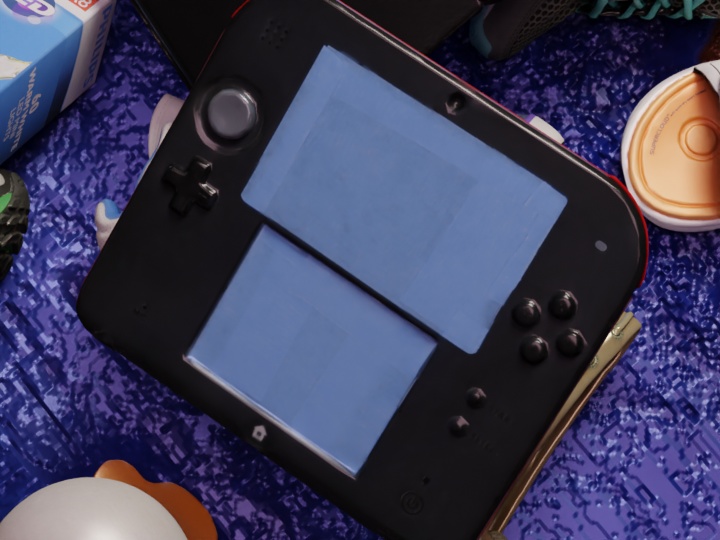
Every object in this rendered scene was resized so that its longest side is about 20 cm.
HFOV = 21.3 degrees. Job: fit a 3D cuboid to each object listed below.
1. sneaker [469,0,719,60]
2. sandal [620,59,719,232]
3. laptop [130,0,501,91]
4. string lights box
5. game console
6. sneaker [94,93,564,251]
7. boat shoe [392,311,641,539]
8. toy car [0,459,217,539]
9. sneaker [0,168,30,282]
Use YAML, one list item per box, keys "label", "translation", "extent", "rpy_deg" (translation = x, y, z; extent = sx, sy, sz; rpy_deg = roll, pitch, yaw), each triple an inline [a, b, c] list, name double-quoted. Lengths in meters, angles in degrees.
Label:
- label: "sneaker"
  translation: [0.144, -0.147, 0.889]
  extent: [0.199, 0.078, 0.092]
  rpy_deg: [-34, 83, -5]
- label: "sandal"
  translation: [0.220, -0.078, 0.877]
  extent: [0.205, 0.059, 0.080]
  rpy_deg: [-14, 77, -2]
- label: "laptop"
  translation: [0.001, -0.171, 0.851]
  extent: [0.199, 0.116, 0.188]
  rpy_deg: [-27, 77, -33]
- label: "string lights box"
  translation: [-0.202, -0.081, 0.831]
  extent: [0.102, 0.059, 0.200]
  rpy_deg: [30, 42, 7]
- label: "game console"
  translation: [0.000, 0.000, 0.782]
  extent: [0.199, 0.031, 0.178]
  rpy_deg: [34, 99, 11]
- label: "sneaker"
  translation: [-0.025, -0.042, 0.861]
  extent: [0.200, 0.081, 0.147]
  rpy_deg: [-41, 84, -2]
- label: "boat shoe"
  translation: [0.059, 0.097, 0.836]
  extent: [0.063, 0.073, 0.202]
  rpy_deg: [22, 71, 10]
- label: "toy car"
  translation: [-0.120, 0.163, 0.798]
  extent: [0.200, 0.184, 0.177]
  rpy_deg: [-35, 81, -37]
- label: "sneaker"
  translation: [-0.241, 0.004, 0.857]
  extent: [0.199, 0.078, 0.086]
  rpy_deg: [-28, 78, -5]
